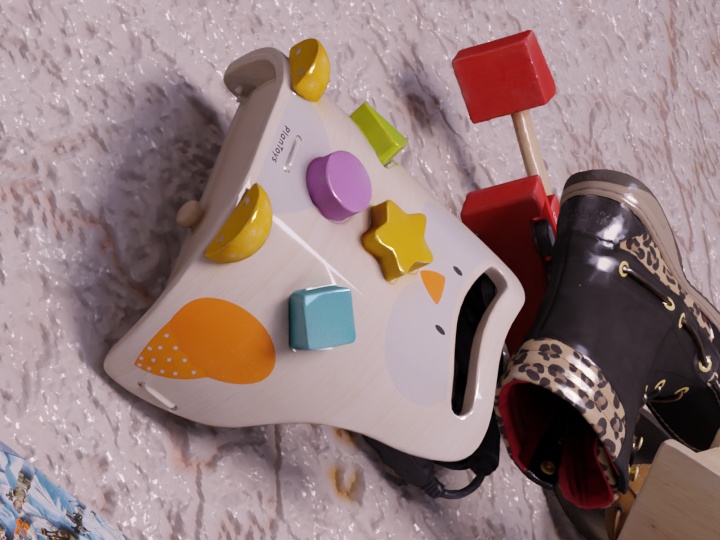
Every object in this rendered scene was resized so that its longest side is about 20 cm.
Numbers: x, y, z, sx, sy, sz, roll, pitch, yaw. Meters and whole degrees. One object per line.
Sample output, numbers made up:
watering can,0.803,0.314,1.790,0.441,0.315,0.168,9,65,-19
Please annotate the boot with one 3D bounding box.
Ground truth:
boot,0.141,0.065,1.137,0.200,0.073,0.151,61,40,-35

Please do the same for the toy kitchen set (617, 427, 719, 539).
toy kitchen set,0.175,0.213,1.059,0.180,0.201,0.163,32,21,29

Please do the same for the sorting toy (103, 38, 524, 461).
sorting toy,0.000,0.000,1.033,0.180,0.107,0.201,35,49,-20

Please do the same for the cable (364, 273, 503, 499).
cable,0.022,0.015,1.151,0.200,0.051,0.163,53,36,-20

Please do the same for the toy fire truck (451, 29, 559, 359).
toy fire truck,0.100,-0.023,1.235,0.141,0.049,0.201,-66,139,-62

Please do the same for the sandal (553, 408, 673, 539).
sandal,0.168,0.154,1.215,0.055,0.081,0.201,80,-11,-67

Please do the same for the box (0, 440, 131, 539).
box,-0.158,0.134,0.834,0.200,0.040,0.137,43,39,-32

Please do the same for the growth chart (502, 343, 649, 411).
growth chart,0.139,0.053,1.322,0.200,0.018,0.145,45,39,-30
